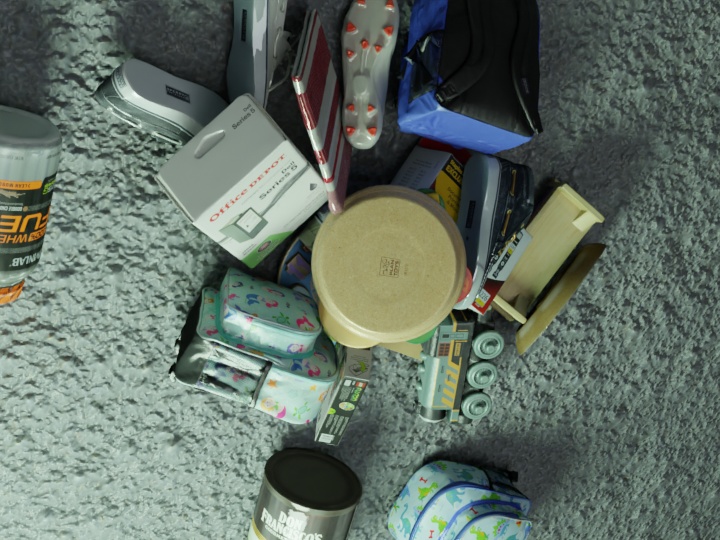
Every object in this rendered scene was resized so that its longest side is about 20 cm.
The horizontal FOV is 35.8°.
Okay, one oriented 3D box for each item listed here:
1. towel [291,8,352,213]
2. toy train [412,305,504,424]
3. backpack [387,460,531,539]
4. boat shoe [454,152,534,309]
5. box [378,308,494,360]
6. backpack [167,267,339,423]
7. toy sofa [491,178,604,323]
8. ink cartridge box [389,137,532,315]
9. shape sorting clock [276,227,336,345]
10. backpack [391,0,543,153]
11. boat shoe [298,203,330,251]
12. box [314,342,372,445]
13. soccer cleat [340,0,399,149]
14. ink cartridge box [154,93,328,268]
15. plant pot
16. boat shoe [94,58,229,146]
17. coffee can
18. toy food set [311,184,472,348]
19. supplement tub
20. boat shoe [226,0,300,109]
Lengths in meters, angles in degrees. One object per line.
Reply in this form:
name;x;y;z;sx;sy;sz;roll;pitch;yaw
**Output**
towel;-0.045;-0.188;1.324;0.022;0.145;0.201;-6;134;12
toy train;0.138;0.135;1.614;0.113;0.085;0.202;1;119;-11
backpack;0.159;0.400;1.756;0.199;0.147;0.184;21;105;-30
boat shoe;0.170;-0.045;1.430;0.090;0.071;0.203;8;97;-34
box;0.103;0.051;1.610;0.199;0.021;0.165;21;106;-32
backpack;-0.122;0.100;1.418;0.199;0.178;0.151;28;107;-14
toy sofa;0.248;-0.029;1.597;0.083;0.098;0.201;38;90;-11
ink cartridge box;0.132;-0.072;1.494;0.200;0.084;0.176;39;81;-36
shape sorting clock;-0.016;0.013;1.508;0.198;0.039;0.202;-5;111;-14
backpack;0.122;-0.260;1.363;0.161;0.167;0.202;14;77;-33
boat shoe;0.000;0.000;1.458;0.062;0.072;0.200;-40;107;7
box;-0.021;0.143;1.494;0.034;0.111;0.201;11;146;-7
soccer cleat;0.008;-0.252;1.376;0.068;0.078;0.202;7;97;2
ink cartridge box;-0.132;-0.101;1.319;0.145;0.084;0.200;-42;160;2
plant pot;0.284;0.035;1.613;0.027;0.200;0.201;38;99;5
boat shoe;-0.219;-0.179;1.305;0.067;0.072;0.199;-27;150;33
coffee can;-0.091;0.385;1.627;0.145;0.146;0.202;4;115;-27
toy food set;0.038;-0.005;1.375;0.196;0.049;0.202;-8;96;4
supplement tub;-0.407;-0.073;1.237;0.121;0.123;0.202;5;115;-28
boat shoe;-0.105;-0.268;1.311;0.085;0.074;0.204;-9;114;-32
